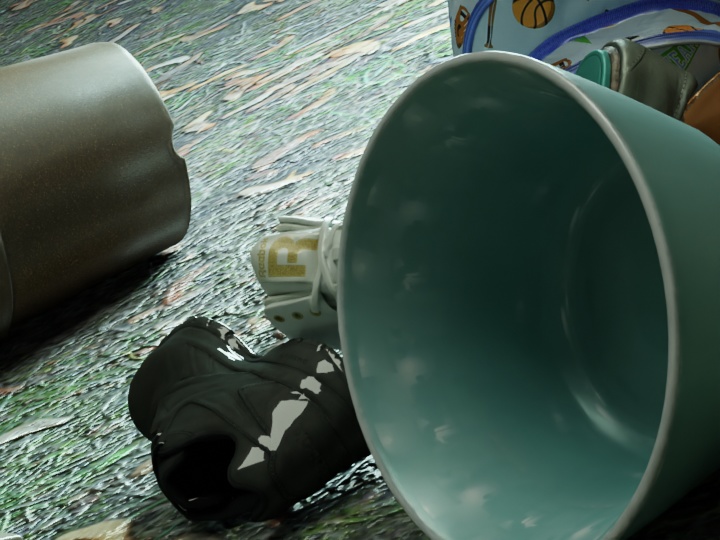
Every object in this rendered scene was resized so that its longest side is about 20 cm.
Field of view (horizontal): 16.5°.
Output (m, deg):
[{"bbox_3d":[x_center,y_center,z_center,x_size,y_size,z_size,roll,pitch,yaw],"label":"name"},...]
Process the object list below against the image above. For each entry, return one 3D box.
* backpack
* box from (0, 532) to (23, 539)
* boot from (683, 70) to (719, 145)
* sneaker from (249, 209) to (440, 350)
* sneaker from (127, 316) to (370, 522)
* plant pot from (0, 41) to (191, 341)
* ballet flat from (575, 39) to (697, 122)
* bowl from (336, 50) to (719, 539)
[{"bbox_3d":[0.131,-0.104,1.255,0.199,0.191,0.154,-23,31,4],"label":"backpack"},{"bbox_3d":[-0.225,0.156,0.993,0.068,0.083,0.199,-2,4,39],"label":"box"},{"bbox_3d":[0.212,-0.075,1.092,0.199,0.077,0.155,-21,0,14],"label":"boot"},{"bbox_3d":[0.000,0.000,1.130,0.115,0.074,0.200,5,-19,12],"label":"sneaker"},{"bbox_3d":[-0.072,0.076,1.193,0.091,0.076,0.200,-41,17,-24],"label":"sneaker"},{"bbox_3d":[-0.234,-0.055,1.680,0.198,0.201,0.200,-23,13,-25],"label":"plant pot"},{"bbox_3d":[0.112,-0.005,1.103,0.067,0.063,0.201,-24,49,66],"label":"ballet flat"},{"bbox_3d":[0.090,0.013,0.970,0.105,0.202,0.200,-6,2,-36],"label":"bowl"}]
